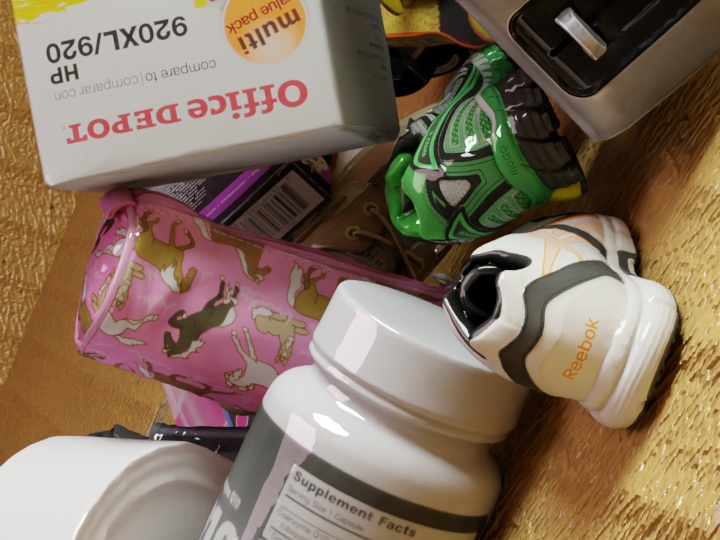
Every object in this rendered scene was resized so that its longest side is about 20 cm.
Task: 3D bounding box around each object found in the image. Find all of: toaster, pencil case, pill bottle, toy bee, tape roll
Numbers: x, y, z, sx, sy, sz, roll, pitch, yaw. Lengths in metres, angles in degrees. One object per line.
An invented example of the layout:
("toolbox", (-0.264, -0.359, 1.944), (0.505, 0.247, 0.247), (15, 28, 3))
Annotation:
("toaster", (0.073, -0.172, 1.191), (0.119, 0.181, 0.200), (-42, 18, 11))
("pencil case", (-0.036, 0.025, 1.312), (0.083, 0.199, 0.087), (136, 147, -65))
("pill bottle", (-0.007, 0.113, 1.240), (0.114, 0.114, 0.201), (-114, 47, -74))
("toy bee", (0.046, -0.144, 1.472), (0.200, 0.131, 0.109), (-21, 76, 43))
("tape roll", (-0.114, 0.177, 1.310), (0.071, 0.202, 0.203), (0, 60, 32))

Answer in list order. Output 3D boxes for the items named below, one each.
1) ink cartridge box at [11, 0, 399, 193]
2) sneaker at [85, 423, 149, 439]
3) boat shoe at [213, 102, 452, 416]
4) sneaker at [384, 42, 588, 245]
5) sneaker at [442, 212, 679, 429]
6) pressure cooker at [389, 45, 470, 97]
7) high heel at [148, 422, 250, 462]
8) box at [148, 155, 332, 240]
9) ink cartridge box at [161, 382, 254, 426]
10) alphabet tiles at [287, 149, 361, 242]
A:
("ink cartridge box", (-0.077, -0.146, 1.304), (0.145, 0.147, 0.201), (-7, -94, -78))
("sneaker", (-0.173, 0.193, 1.847), (0.077, 0.111, 0.200), (-95, 29, -66))
("boat shoe", (0.000, 0.000, 1.403), (0.200, 0.074, 0.066), (-48, 17, 1))
("sneaker", (0.046, -0.055, 1.291), (0.085, 0.078, 0.200), (-25, 3, 1))
("sneaker", (0.073, 0.006, 1.168), (0.200, 0.080, 0.074), (-131, 62, -79))
("pressure cooker", (-0.005, -0.204, 1.624), (0.179, 0.175, 0.200), (87, -154, -55))
("high heel", (-0.014, 0.127, 1.439), (0.200, 0.142, 0.072), (57, -143, -62))
("box", (-0.074, -0.048, 1.491), (0.143, 0.036, 0.200), (-41, 22, 20))
("ink cartridge box", (-0.079, 0.031, 1.563), (0.095, 0.037, 0.200), (-55, 41, 37))
("alphabet tiles", (-0.027, 0.020, 1.528), (0.200, 0.015, 0.196), (51, 125, 47))
